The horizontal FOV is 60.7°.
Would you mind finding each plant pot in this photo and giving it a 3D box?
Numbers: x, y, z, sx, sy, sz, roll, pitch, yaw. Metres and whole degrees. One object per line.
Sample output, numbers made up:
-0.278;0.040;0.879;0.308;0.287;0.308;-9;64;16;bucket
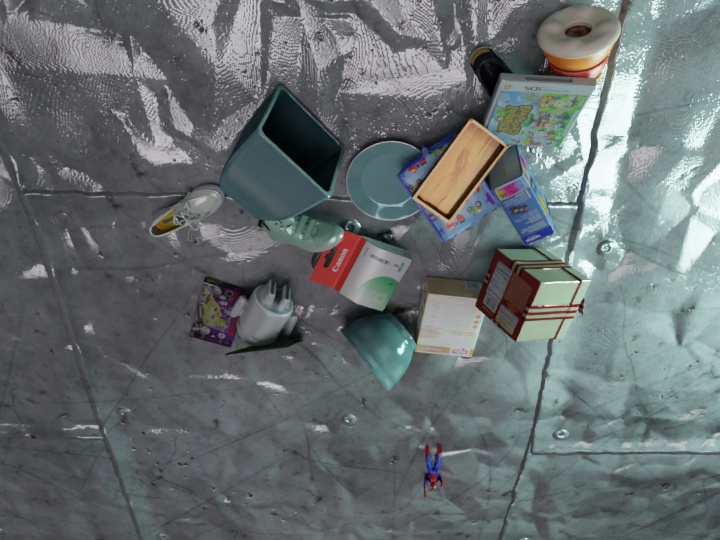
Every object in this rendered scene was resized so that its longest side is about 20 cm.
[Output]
0.060;0.192;1.589;0.134;0.200;0.200;-37;121;-5;plant pot
-0.182;-0.220;1.285;0.200;0.197;0.196;-31;120;32;plant pot

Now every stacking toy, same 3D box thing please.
0.419;-0.391;1.192;0.146;0.146;0.200;-11;142;10;stacking toy

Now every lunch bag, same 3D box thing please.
0.185;-0.188;1.338;0.150;0.094;0.200;-33;118;12;lunch bag

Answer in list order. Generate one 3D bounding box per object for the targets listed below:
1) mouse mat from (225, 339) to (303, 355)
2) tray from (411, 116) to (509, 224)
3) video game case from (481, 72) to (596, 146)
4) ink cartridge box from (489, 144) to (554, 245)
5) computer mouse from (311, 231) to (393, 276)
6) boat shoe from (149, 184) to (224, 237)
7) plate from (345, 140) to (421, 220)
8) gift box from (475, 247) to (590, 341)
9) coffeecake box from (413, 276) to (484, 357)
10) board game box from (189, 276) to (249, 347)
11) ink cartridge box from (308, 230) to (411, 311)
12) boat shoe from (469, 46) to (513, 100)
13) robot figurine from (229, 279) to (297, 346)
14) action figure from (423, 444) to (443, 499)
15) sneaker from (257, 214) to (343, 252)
-0.247;0.200;1.606;0.160;0.200;0.008;-8;87;8;mouse mat
0.205;-0.206;1.277;0.099;0.037;0.200;33;107;-9;tray
0.343;-0.314;1.226;0.182;0.022;0.200;3;157;-1;video game case
0.357;-0.152;1.343;0.076;0.137;0.200;-23;123;24;ink cartridge box
-0.023;-0.036;1.499;0.199;0.053;0.139;-5;125;-10;computer mouse
-0.406;-0.128;1.416;0.202;0.086;0.075;-20;123;16;boat shoe
0.067;-0.203;1.384;0.200;0.026;0.201;1;126;2;plate
0.399;0.062;1.448;0.186;0.185;0.200;-2;125;-31;gift box
0.229;0.122;1.587;0.153;0.073;0.200;6;126;-4;coffeecake box
-0.376;0.115;1.631;0.120;0.032;0.200;14;125;-14;board game box
0.000;0.000;1.468;0.200;0.050;0.161;16;118;-24;ink cartridge box
0.292;-0.362;1.238;0.075;0.062;0.200;-35;120;24;boat shoe
-0.245;0.117;1.574;0.169;0.113;0.200;24;123;-17;robot figurine
0.233;0.658;1.970;0.065;0.099;0.200;-2;129;5;action figure
-0.143;-0.101;1.384;0.200;0.074;0.118;6;156;25;sneaker
